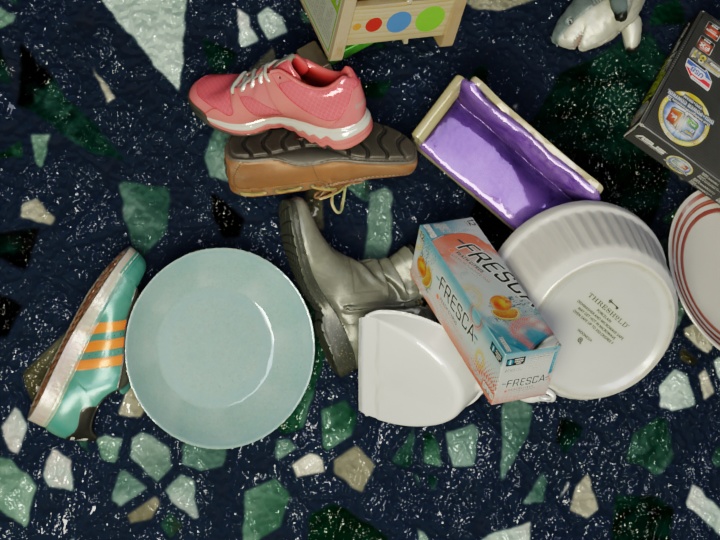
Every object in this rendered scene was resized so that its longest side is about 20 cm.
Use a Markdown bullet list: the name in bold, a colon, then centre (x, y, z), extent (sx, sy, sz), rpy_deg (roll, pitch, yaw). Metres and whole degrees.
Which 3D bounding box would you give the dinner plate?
- **dinner plate**: centre (0.403, 0.006, 1.497), extent (0.197, 0.024, 0.203), rpy_deg (9, 68, -24)

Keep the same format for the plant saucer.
- **plant saucer**: centre (-0.145, 0.079, 1.440), extent (0.198, 0.039, 0.204), rpy_deg (0, 89, -18)

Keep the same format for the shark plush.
- **shark plush**: centre (0.269, -0.329, 1.501), extent (0.082, 0.091, 0.203), rpy_deg (15, 91, 24)

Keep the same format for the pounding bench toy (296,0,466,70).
- **pounding bench toy**: centre (0.023, -0.281, 1.432), extent (0.154, 0.201, 0.125), rpy_deg (-9, 53, -22)

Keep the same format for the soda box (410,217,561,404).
- **soda box**: centre (0.118, 0.036, 1.375), extent (0.063, 0.201, 0.069), rpy_deg (-9, 133, -23)

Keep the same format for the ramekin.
- **ramekin**: centre (0.229, 0.039, 1.428), extent (0.199, 0.095, 0.205), rpy_deg (-5, 118, -10)

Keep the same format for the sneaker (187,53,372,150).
- **sneaker**: centre (-0.082, -0.186, 1.417), extent (0.197, 0.088, 0.074), rpy_deg (9, 46, 16)

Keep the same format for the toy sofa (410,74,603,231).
- **toy sofa**: centre (0.150, -0.107, 1.462), extent (0.199, 0.098, 0.083), rpy_deg (40, 84, -5)

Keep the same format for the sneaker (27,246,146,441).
- **sneaker**: centre (-0.258, 0.077, 1.427), extent (0.079, 0.071, 0.202), rpy_deg (29, 85, -17)

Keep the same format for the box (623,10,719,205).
- **box**: centre (0.401, -0.155, 1.502), extent (0.199, 0.044, 0.161), rpy_deg (35, 70, -5)

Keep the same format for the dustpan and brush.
- **dustpan and brush**: centre (0.098, 0.111, 1.424), extent (0.198, 0.057, 0.141), rpy_deg (18, 131, 22)

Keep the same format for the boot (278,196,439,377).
- **boot**: centre (0.000, 0.000, 1.460), extent (0.129, 0.068, 0.202), rpy_deg (-23, 103, -12)

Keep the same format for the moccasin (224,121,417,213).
- **moccasin**: centre (-0.040, -0.106, 1.452), extent (0.198, 0.078, 0.074), rpy_deg (-9, 46, -3)
